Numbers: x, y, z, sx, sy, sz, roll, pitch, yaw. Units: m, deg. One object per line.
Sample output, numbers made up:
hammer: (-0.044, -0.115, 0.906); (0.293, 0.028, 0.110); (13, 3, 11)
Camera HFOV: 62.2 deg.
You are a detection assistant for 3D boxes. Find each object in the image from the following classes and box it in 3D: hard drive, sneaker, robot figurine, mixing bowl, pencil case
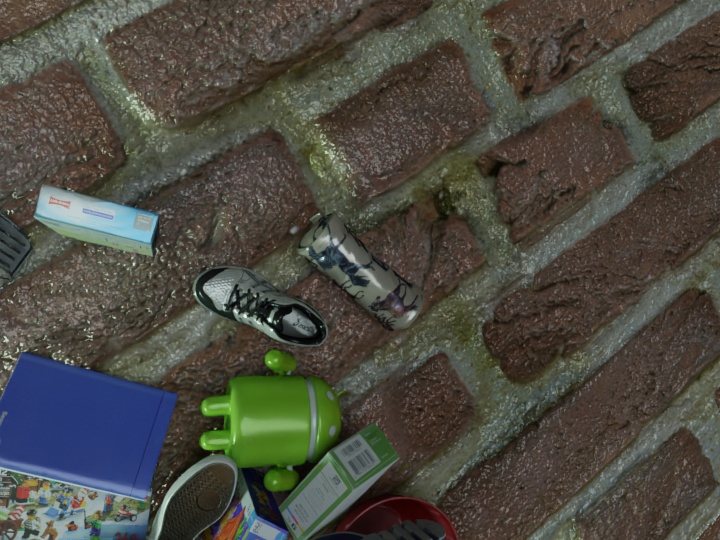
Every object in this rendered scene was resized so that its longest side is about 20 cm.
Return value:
hard drive: (-0.343, 0.193, 0.740); (0.197, 0.025, 0.134); (19, 61, -13)
sneaker: (-0.220, 0.293, 0.761); (0.072, 0.085, 0.201); (31, 108, -19)
sneaker: (0.021, 0.396, 0.756); (0.195, 0.080, 0.118); (0, 88, -20)
robot figurine: (-0.114, 0.201, 0.802); (0.196, 0.116, 0.179); (3, 72, -19)
mixing bowl: (0.034, 0.409, 0.859); (0.196, 0.108, 0.205); (0, 90, -19)
pencil case: (0.000, 0.000, 0.861); (0.199, 0.090, 0.078); (41, 107, -14)
sneaker: (-0.129, 0.047, 0.812); (0.197, 0.088, 0.077); (22, 86, -16)

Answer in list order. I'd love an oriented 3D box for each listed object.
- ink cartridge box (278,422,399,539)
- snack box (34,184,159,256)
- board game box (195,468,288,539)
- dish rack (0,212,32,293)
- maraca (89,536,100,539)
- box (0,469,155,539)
ink cartridge box: (-0.044, 0.302, 0.807); (0.059, 0.201, 0.103); (48, 33, 20)
snack box: (-0.295, -0.051, 0.694); (0.114, 0.200, 0.038); (14, 83, -18)
board game box: (-0.158, 0.338, 0.745); (0.044, 0.200, 0.136); (31, 81, -15)
dish rack: (-0.500, 0.005, 0.703); (0.152, 0.054, 0.202); (36, 79, -16)
maraca: (-0.313, 0.427, 0.735); (0.134, 0.107, 0.204); (8, 99, 2)
box: (-0.366, 0.277, 0.759); (0.196, 0.038, 0.140); (8, 88, -19)
